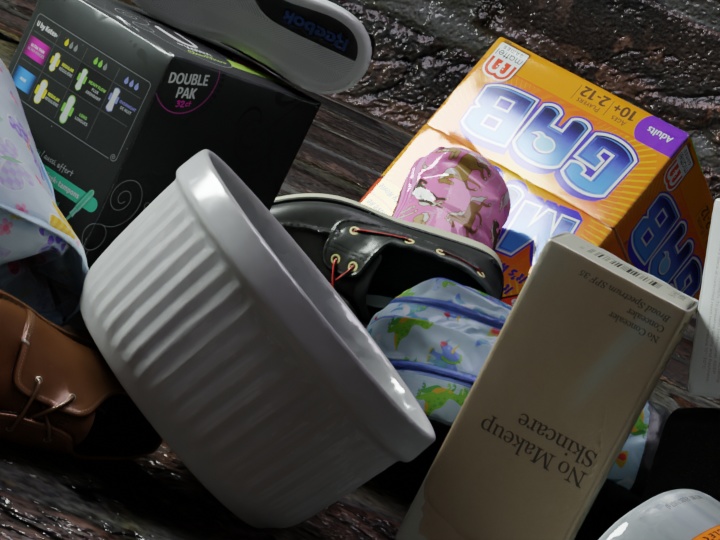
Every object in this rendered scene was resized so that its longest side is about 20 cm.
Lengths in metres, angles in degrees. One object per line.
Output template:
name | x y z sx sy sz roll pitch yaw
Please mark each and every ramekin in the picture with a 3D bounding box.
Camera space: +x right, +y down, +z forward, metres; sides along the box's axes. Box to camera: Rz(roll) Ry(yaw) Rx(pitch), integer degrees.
ramekin | -0.060 0.044 1.167 0.200 0.105 0.200 51 3 -3

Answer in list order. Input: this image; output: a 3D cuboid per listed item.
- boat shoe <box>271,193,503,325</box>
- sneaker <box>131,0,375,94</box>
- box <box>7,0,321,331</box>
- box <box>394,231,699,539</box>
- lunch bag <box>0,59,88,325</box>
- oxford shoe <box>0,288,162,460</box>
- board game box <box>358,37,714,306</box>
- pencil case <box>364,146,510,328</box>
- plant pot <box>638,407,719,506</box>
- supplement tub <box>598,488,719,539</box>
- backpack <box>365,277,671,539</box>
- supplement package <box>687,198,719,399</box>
boat shoe | 0.000 -0.003 1.511 0.201 0.074 0.063 12 24 -1
sneaker | -0.083 -0.174 1.366 0.200 0.073 0.112 35 6 -2
box | -0.147 -0.052 1.337 0.124 0.200 0.148 32 11 35
box | 0.108 0.087 1.264 0.095 0.200 0.078 27 9 10
lunch bag | -0.247 -0.054 1.181 0.200 0.127 0.170 19 36 -47
oxford shoe | -0.171 0.056 1.098 0.071 0.071 0.200 39 14 37
board game box | 0.153 -0.026 1.792 0.200 0.200 0.200 32 -15 33
pencil case | 0.047 -0.001 1.621 0.083 0.200 0.087 7 -43 23
plant pot | 0.264 0.176 1.282 0.177 0.200 0.200 19 3 36
supplement tub | 0.208 0.209 1.114 0.122 0.123 0.200 15 15 -48
backpack | 0.087 0.091 1.392 0.199 0.154 0.163 8 -12 -15
supplement package | 0.302 0.029 1.214 0.200 0.118 0.117 5 -6 45
